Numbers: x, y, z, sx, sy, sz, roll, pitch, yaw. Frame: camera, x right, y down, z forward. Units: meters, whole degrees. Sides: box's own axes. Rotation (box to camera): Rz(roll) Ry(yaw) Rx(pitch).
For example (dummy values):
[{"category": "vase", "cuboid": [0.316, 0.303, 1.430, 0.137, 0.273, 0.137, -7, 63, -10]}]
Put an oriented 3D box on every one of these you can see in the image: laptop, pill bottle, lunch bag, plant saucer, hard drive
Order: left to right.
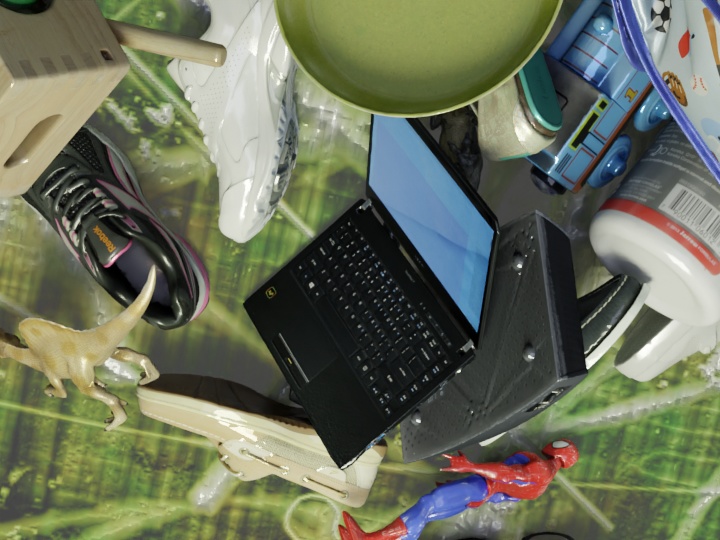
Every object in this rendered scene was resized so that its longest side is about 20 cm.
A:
[{"category": "laptop", "cuboid": [0.000, 0.000, 0.993, 0.200, 0.178, 0.103, -41, 141, 8]}, {"category": "plant saucer", "cuboid": [0.040, -0.194, 0.934, 0.198, 0.031, 0.202, -3, 78, 14]}, {"category": "hard drive", "cuboid": [0.088, 0.054, 1.008, 0.042, 0.200, 0.136, 8, 64, -28]}, {"category": "pill bottle", "cuboid": [0.265, -0.069, 1.017, 0.116, 0.116, 0.200, 43, 77, -11]}, {"category": "lunch bag", "cuboid": [0.267, -0.167, 0.916, 0.170, 0.124, 0.201, -37, 93, -24]}]

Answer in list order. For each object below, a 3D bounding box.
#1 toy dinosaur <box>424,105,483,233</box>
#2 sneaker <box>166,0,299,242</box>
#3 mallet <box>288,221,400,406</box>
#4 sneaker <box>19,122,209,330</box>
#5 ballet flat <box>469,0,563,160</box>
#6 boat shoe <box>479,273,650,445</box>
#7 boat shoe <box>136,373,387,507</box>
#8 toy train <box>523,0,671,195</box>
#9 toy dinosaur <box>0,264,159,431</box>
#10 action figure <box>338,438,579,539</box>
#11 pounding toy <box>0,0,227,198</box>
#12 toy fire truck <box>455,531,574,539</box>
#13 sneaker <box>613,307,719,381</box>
[{"category": "toy dinosaur", "cuboid": [0.071, -0.065, 1.040, 0.047, 0.088, 0.202, -3, 102, 8]}, {"category": "sneaker", "cuboid": [-0.094, -0.123, 1.034, 0.098, 0.078, 0.202, 9, 99, 9]}, {"category": "mallet", "cuboid": [0.015, 0.023, 1.085, 0.065, 0.041, 0.201, 27, 96, -6]}, {"category": "sneaker", "cuboid": [-0.184, -0.036, 1.033, 0.200, 0.086, 0.080, 43, 95, -10]}, {"category": "ballet flat", "cuboid": [0.088, -0.169, 0.969, 0.062, 0.067, 0.202, -24, 63, 38]}, {"category": "boat shoe", "cuboid": [0.130, 0.058, 1.046, 0.060, 0.076, 0.200, 44, 125, 0]}, {"category": "boat shoe", "cuboid": [-0.080, 0.132, 1.085, 0.198, 0.072, 0.066, 17, 100, -12]}, {"category": "toy train", "cuboid": [0.179, -0.144, 1.008, 0.087, 0.114, 0.201, 41, 99, 28]}, {"category": "toy dinosaur", "cuboid": [-0.197, 0.062, 1.023, 0.199, 0.059, 0.101, -15, 130, 39]}, {"category": "action figure", "cuboid": [0.080, 0.172, 1.103, 0.198, 0.066, 0.052, -15, 63, -13]}, {"category": "pounding toy", "cuboid": [-0.230, -0.151, 0.940, 0.200, 0.142, 0.185, -39, 78, 38]}, {"category": "toy fire truck", "cuboid": [0.099, 0.267, 1.056, 0.174, 0.200, 0.130, -3, 103, -2]}, {"category": "sneaker", "cuboid": [0.299, 0.039, 1.084, 0.200, 0.074, 0.116, -43, 98, 5]}]
